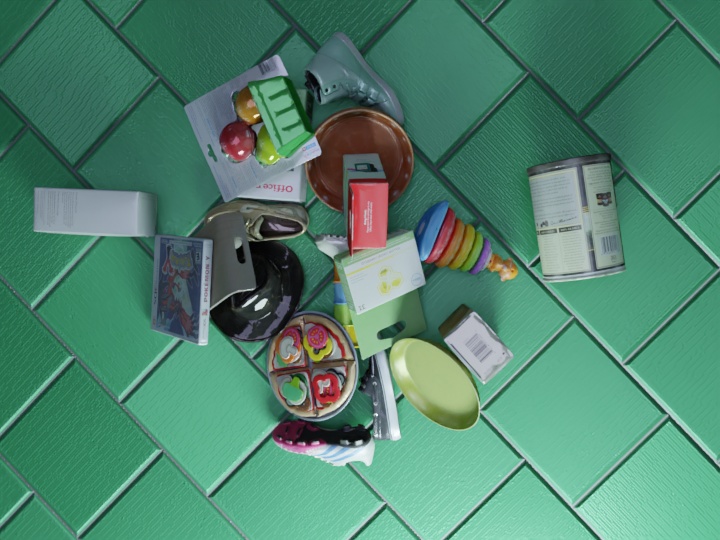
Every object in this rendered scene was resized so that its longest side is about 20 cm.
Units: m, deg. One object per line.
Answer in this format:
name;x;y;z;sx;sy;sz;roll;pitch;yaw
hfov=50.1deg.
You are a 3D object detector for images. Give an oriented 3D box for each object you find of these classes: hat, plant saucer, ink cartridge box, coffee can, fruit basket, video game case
hat;-0.200;0.032;1.417;0.197;0.081;0.204;-1;83;5
plant saucer;0.137;0.196;1.378;0.201;0.200;0.031;50;55;1
plant saucer;-0.002;-0.198;1.394;0.197;0.032;0.203;-2;120;-3
ink cartridge box;0.007;-0.113;1.305;0.066;0.201;0.118;-1;116;-4
coffee can;0.376;-0.091;1.347;0.144;0.146;0.203;-8;92;5
ink cartridge box;0.046;0.044;1.351;0.144;0.048;0.203;-22;107;-20
ink cartridge box;-0.168;-0.229;1.414;0.143;0.088;0.203;5;94;4
fruit basket;-0.187;-0.244;1.341;0.198;0.094;0.187;-25;90;19
video game case;-0.328;0.030;1.402;0.023;0.199;0.185;1;94;-40

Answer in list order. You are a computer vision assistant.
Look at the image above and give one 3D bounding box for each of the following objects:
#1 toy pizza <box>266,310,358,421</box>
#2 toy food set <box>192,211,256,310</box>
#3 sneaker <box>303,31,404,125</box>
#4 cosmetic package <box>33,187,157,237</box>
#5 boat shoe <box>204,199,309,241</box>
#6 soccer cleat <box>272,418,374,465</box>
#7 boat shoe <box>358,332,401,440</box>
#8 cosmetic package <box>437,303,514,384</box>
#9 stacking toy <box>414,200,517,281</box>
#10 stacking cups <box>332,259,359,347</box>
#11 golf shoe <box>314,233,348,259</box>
toy pizza;-0.095;0.176;1.416;0.197;0.032;0.204;0;90;28
toy food set;-0.258;0.002;1.384;0.199;0.060;0.146;-32;65;45
sneaker;-0.017;-0.310;1.381;0.118;0.074;0.201;-45;102;-16
cosmetic package;-0.490;-0.107;1.434;0.197;0.108;0.086;1;92;3
boat shoe;-0.194;-0.087;1.424;0.197;0.065;0.073;0;113;2
soccer cleat;-0.069;0.331;1.439;0.197;0.070;0.087;1;126;16
boat shoe;0.029;0.220;1.431;0.065;0.070;0.203;-10;99;3
cosmetic package;0.196;0.123;1.343;0.071;0.200;0.105;-43;88;2
stacking toy;0.197;-0.036;1.396;0.198;0.110;0.117;24;83;-8
stacking cups;-0.022;0.041;1.432;0.059;0.061;0.203;1;89;4
golf shoe;0.000;0.000;1.376;0.198;0.078;0.098;24;78;-21
